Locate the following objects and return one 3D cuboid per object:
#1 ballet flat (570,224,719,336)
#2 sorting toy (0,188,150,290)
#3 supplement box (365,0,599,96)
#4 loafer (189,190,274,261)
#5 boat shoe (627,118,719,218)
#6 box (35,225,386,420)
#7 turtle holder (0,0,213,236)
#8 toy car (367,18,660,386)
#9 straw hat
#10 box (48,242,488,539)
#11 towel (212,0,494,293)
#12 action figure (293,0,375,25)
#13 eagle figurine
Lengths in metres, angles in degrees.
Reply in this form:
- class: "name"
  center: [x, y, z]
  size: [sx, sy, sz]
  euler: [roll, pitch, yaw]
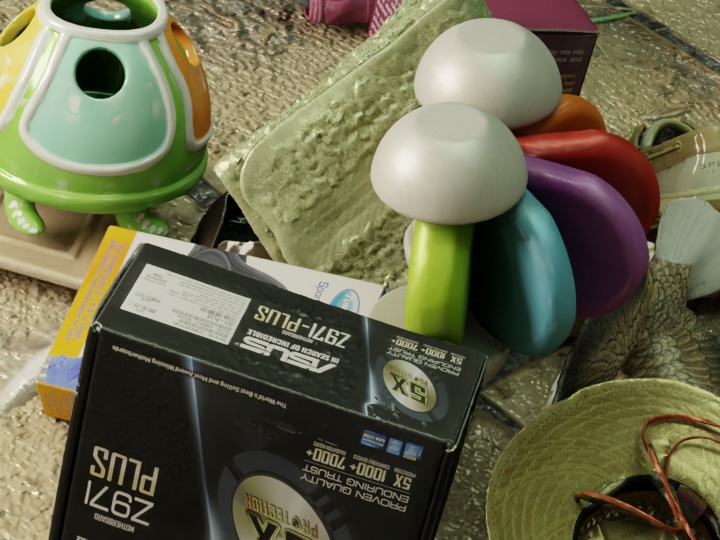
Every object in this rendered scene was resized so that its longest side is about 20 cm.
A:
- class: "ballet flat"
  center: [0.193, -0.004, 1.583]
  size: [0.200, 0.065, 0.071]
  euler: [-16, 87, -35]
- class: "sorting toy"
  center: [-0.231, -0.055, 1.541]
  size: [0.199, 0.037, 0.185]
  euler: [12, 34, 4]
- class: "supplement box"
  center: [0.065, -0.108, 1.575]
  size: [0.103, 0.200, 0.131]
  euler: [-1, 38, -21]
- class: "loafer"
  center: [-0.070, 0.014, 1.463]
  size: [0.073, 0.071, 0.200]
  euler: [2, 37, -18]
- class: "boat shoe"
  center: [0.213, -0.070, 1.619]
  size: [0.074, 0.067, 0.200]
  euler: [-6, 4, -18]
- class: "box"
  center: [-0.074, 0.048, 1.378]
  size: [0.200, 0.042, 0.119]
  euler: [11, 56, 16]
- class: "turtle holder"
  center: [-0.182, -0.112, 1.485]
  size: [0.185, 0.132, 0.141]
  euler: [19, 36, 13]
- class: "toy car"
  center: [0.089, -0.027, 1.319]
  size: [0.150, 0.175, 0.200]
  euler: [12, 38, 11]
- class: "straw hat"
  center: [0.155, 0.163, 1.319]
  size: [0.201, 0.085, 0.201]
  euler: [7, 52, -9]
- class: "box"
  center: [-0.051, 0.099, 1.270]
  size: [0.200, 0.164, 0.086]
  euler: [19, 35, 4]
- class: "towel"
  center: [0.027, -0.066, 1.434]
  size: [0.200, 0.148, 0.036]
  euler: [-41, 13, -9]
- class: "action figure"
  center: [0.018, -0.209, 1.823]
  size: [0.199, 0.134, 0.149]
  euler: [-4, 80, -6]
- class: "eagle figurine"
  center: [0.160, 0.053, 1.442]
  size: [0.151, 0.151, 0.200]
  euler: [3, 30, -12]
